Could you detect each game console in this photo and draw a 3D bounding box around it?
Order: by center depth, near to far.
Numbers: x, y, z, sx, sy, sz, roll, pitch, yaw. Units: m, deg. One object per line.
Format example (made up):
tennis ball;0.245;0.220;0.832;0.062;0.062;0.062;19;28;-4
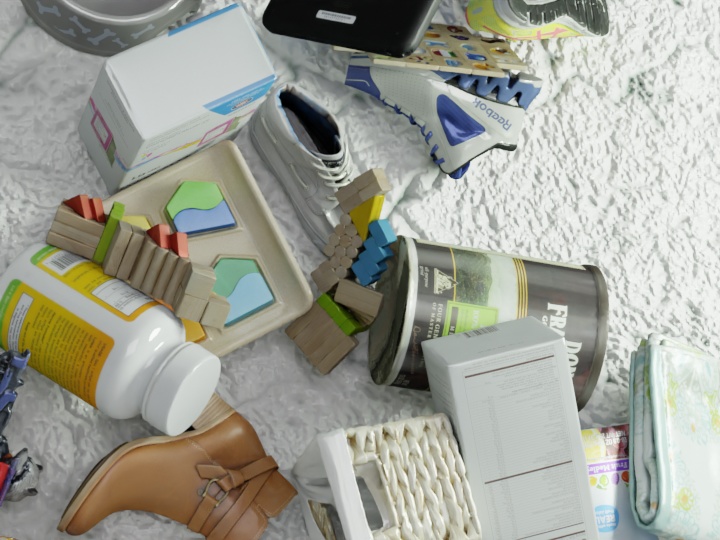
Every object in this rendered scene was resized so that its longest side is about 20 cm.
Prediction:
game console;0.033;-0.273;1.818;0.116;0.199;0.177;41;71;-47

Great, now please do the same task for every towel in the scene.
towel;0.336;0.175;1.808;0.171;0.048;0.201;19;63;-33

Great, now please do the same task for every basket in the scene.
basket;0.022;0.212;1.665;0.123;0.200;0.136;-14;78;-13

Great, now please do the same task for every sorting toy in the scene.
sorting toy;-0.170;-0.003;1.737;0.199;0.036;0.186;-28;82;-3

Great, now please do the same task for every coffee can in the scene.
coffee can;0.121;0.053;1.771;0.199;0.146;0.147;9;72;-12

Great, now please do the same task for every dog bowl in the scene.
dog bowl;-0.245;-0.315;1.825;0.199;0.059;0.201;4;73;-13

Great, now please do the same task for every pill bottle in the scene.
pill bottle;-0.229;0.065;1.660;0.199;0.111;0.111;30;68;18

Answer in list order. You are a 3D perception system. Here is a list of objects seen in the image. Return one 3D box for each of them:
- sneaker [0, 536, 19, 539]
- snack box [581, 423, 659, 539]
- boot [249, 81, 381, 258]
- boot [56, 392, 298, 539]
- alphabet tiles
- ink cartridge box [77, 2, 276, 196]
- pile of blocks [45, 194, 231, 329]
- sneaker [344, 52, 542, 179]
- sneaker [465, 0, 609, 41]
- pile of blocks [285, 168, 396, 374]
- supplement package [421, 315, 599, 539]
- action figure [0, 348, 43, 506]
sneaker;-0.261;0.288;1.631;0.199;0.090;0.075;15;71;-10
snack box;0.200;0.259;1.775;0.168;0.068;0.201;-7;78;-17
boot;-0.034;-0.091;1.796;0.073;0.096;0.200;-39;87;-21
boot;-0.165;0.212;1.691;0.200;0.074;0.155;-43;93;-19
alphabet tiles;0.061;-0.226;1.841;0.199;0.167;0.006;4;112;-13
ink cartridge box;-0.175;-0.156;1.724;0.144;0.200;0.085;-27;86;-20
pile of blocks;-0.193;-0.022;1.670;0.199;0.082;0.062;29;108;13
sneaker;0.076;-0.154;1.845;0.198;0.081;0.116;11;101;8
sneaker;0.183;-0.274;1.907;0.199;0.090;0.079;-1;80;-48
pile of blocks;0.000;0.000;1.761;0.082;0.062;0.201;25;104;19
supplement package;0.135;0.158;1.659;0.113;0.110;0.201;-12;101;-8
action figure;-0.366;0.138;1.643;0.193;0.105;0.201;31;94;-10
